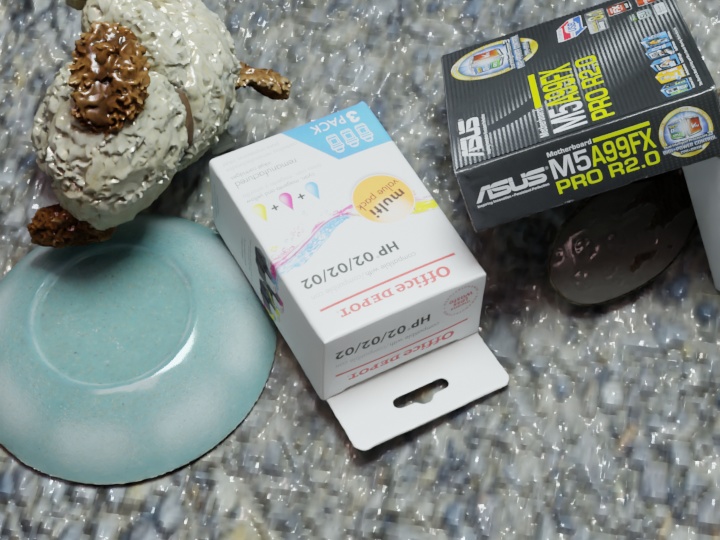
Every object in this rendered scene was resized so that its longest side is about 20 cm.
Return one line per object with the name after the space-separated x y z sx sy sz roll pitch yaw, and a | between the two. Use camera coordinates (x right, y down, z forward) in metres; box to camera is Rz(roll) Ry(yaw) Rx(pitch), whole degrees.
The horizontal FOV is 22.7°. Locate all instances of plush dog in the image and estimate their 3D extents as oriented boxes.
-0.142 -0.096 1.120 0.160 0.201 0.172 21 41 4 | plush dog

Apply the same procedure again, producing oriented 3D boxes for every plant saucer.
-0.154 0.037 1.133 0.200 0.039 0.202 -2 57 4 | plant saucer

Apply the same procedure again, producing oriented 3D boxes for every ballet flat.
0.193 -0.050 1.153 0.067 0.046 0.200 46 75 -5 | ballet flat

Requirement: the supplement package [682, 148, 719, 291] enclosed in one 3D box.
0.311 -0.060 1.075 0.199 0.117 0.117 -25 25 -10 | supplement package

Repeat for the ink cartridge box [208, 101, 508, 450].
0.000 0.000 1.116 0.115 0.068 0.200 -23 58 -17 | ink cartridge box

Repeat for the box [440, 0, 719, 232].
0.134 -0.107 1.119 0.160 0.044 0.200 -17 25 9 | box
